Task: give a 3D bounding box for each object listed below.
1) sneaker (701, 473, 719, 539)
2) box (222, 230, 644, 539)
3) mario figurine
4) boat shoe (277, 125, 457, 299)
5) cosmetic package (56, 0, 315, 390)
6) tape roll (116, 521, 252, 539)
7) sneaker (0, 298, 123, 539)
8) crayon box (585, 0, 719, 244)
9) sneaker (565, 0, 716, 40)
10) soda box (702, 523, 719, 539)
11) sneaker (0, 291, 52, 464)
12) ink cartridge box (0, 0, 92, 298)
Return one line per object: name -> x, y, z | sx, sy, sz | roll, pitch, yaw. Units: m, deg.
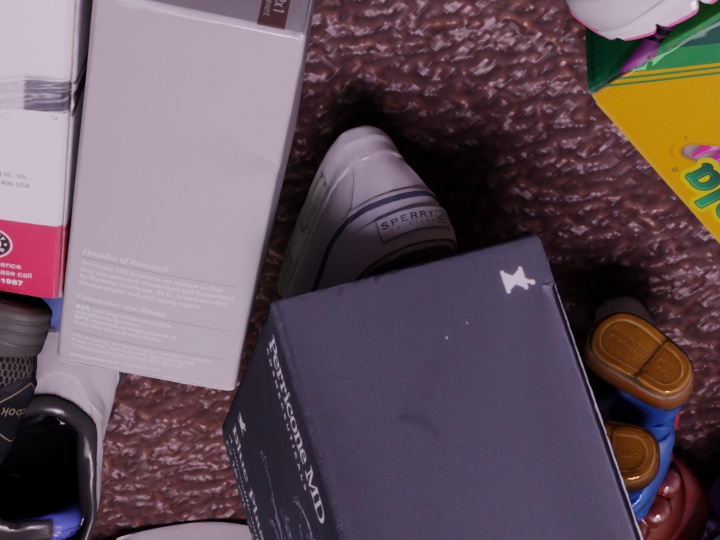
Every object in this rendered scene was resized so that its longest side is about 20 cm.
sneaker -> 0.182, 0.150, 0.957 | 0.199, 0.081, 0.084 | -22, 96, 32
box -> 0.029, 0.117, 0.755 | 0.117, 0.198, 0.200 | -13, 164, -15
mario figurine -> 0.104, 0.091, 0.866 | 0.123, 0.106, 0.200 | -29, 155, -7
boat shoe -> 0.000, 0.000, 0.826 | 0.073, 0.067, 0.200 | -13, 159, -20
cosmetic package -> -0.070, -0.058, 0.750 | 0.090, 0.107, 0.201 | 9, 132, -2
tape roll -> -0.084, 0.257, 0.982 | 0.202, 0.203, 0.140 | -6, 132, 11
sneaker -> -0.171, 0.104, 0.906 | 0.080, 0.115, 0.200 | 18, 133, -9
crayon box -> 0.197, -0.055, 0.756 | 0.118, 0.058, 0.200 | -29, 125, 28
sneaker -> 0.120, -0.173, 0.645 | 0.088, 0.082, 0.200 | 23, 123, -14
soda box -> 0.221, 0.109, 0.817 | 0.071, 0.063, 0.200 | 49, 134, 12
sneaker -> -0.239, 0.049, 0.820 | 0.198, 0.076, 0.115 | 13, 93, 16
ink cartridge box -> -0.181, -0.095, 0.741 | 0.144, 0.084, 0.201 | 10, 133, -3
